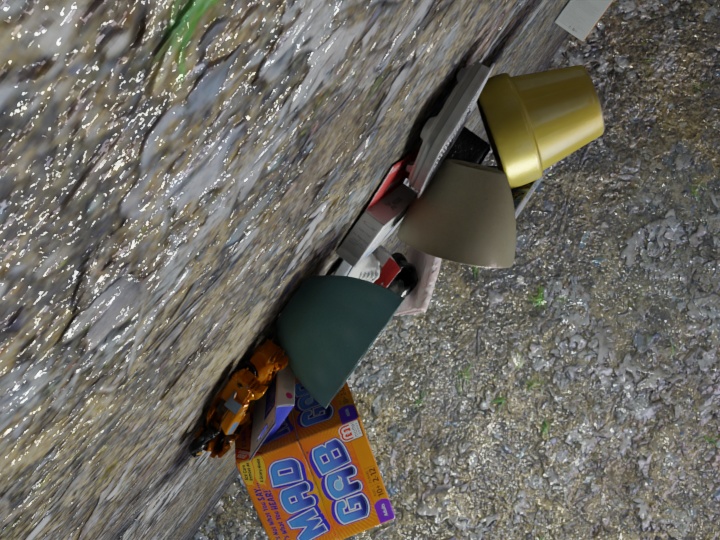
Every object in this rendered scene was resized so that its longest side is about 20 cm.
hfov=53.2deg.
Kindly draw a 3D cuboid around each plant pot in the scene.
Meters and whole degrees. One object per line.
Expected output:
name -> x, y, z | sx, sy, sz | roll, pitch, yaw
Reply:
plant pot -> -0.045, 0.084, 1.073 | 0.200, 0.135, 0.200 | -53, 175, -7
plant pot -> 0.319, -0.268, 1.277 | 0.188, 0.201, 0.201 | -19, -179, 10

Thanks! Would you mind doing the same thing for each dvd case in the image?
dvd case -> 0.254, -0.147, 1.348 | 0.200, 0.142, 0.018 | -49, 130, -42

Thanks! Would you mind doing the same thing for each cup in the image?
cup -> 0.173, -0.102, 1.186 | 0.200, 0.200, 0.144 | -40, 145, -70

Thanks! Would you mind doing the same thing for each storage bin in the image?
storage bin -> 0.170, -0.203, 1.358 | 0.135, 0.094, 0.200 | -54, 176, 11

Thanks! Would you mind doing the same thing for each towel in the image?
towel -> 0.127, -0.002, 1.522 | 0.191, 0.032, 0.201 | 150, -43, -74

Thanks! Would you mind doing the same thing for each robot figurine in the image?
robot figurine -> -0.180, 0.196, 1.042 | 0.200, 0.058, 0.145 | -57, 176, 35

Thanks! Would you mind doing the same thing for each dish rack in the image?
dish rack -> 0.125, -0.212, 1.071 | 0.172, 0.043, 0.200 | -57, 177, -17

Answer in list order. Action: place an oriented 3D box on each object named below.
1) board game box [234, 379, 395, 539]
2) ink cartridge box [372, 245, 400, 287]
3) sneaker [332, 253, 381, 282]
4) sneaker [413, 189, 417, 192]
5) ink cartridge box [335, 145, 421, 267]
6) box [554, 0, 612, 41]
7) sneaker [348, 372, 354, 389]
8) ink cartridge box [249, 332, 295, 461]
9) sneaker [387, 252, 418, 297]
board game box -> -0.082, 0.311, 1.196 | 0.199, 0.200, 0.200 | -20, -160, -5
ink cartridge box -> 0.005, 0.028, 1.456 | 0.161, 0.050, 0.200 | -53, -171, 6
sneaker -> 0.000, 0.000, 1.311 | 0.073, 0.071, 0.200 | -55, 175, 20
sneaker -> 0.147, -0.165, 1.528 | 0.200, 0.074, 0.116 | -30, -158, -4
ink cartridge box -> 0.052, -0.110, 1.180 | 0.176, 0.045, 0.200 | -55, 175, 28
box -> 0.636, -0.742, 1.971 | 0.200, 0.097, 0.124 | -55, 175, 25
sneaker -> -0.041, 0.209, 1.439 | 0.075, 0.082, 0.200 | -31, 177, 12
ink cartridge box -> -0.132, 0.188, 1.100 | 0.095, 0.037, 0.200 | -56, -160, 33
sneaker -> 0.085, 0.010, 1.476 | 0.090, 0.066, 0.200 | -43, -167, 29
